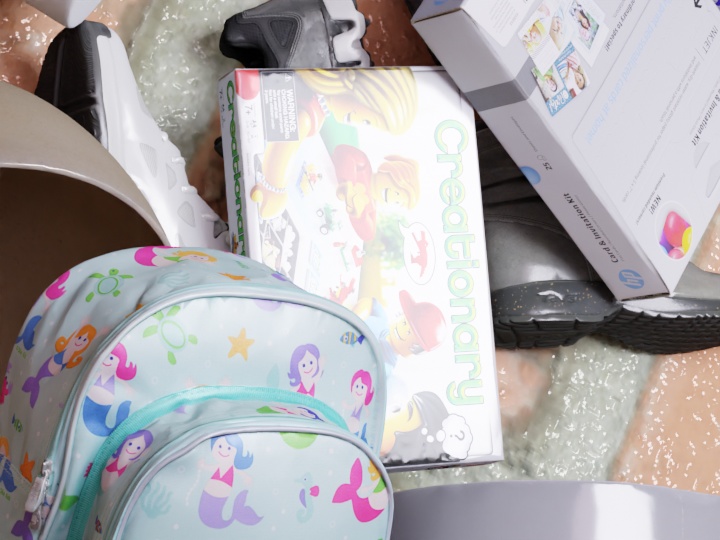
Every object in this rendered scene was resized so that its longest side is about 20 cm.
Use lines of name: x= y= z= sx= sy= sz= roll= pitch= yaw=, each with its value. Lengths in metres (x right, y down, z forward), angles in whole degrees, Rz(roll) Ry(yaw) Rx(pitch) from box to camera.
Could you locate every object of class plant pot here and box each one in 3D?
plant pot: x=-0.194 y=-0.014 z=1.170 sx=0.199 sy=0.201 sz=0.135 roll=1 pitch=41 yaw=-24

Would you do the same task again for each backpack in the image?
backpack: x=-0.073 y=0.094 z=1.106 sx=0.177 sy=0.150 sz=0.201 roll=7 pitch=97 yaw=-32

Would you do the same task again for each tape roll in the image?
tape roll: x=0.092 y=0.151 z=1.236 sx=0.199 sy=0.200 sz=0.067 roll=7 pitch=73 yaw=-23

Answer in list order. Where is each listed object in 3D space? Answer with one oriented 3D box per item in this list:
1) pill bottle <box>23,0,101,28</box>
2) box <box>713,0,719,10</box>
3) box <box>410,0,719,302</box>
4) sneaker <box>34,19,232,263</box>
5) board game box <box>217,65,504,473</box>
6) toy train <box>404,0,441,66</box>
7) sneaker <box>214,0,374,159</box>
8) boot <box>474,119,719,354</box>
pill bottle: x=-0.196 y=-0.210 z=1.218 sx=0.199 sy=0.114 sz=0.114 roll=33 pitch=65 yaw=1
box: x=0.198 y=-0.237 z=1.439 sx=0.099 sy=0.095 sz=0.201 roll=18 pitch=70 yaw=-21
box: x=0.126 y=-0.109 z=1.314 sx=0.200 sy=0.041 sz=0.156 roll=50 pitch=53 yaw=-25
sneaker: x=-0.097 y=-0.027 z=1.275 sx=0.115 sy=0.075 sz=0.202 roll=-7 pitch=88 yaw=-35
board game box: x=0.000 y=0.000 z=1.254 sx=0.125 sy=0.035 sz=0.201 roll=-3 pitch=84 yaw=-21
toy train: x=0.059 y=-0.206 z=1.379 sx=0.113 sy=0.085 sz=0.201 roll=-24 pitch=88 yaw=-18
sneaker: x=-0.029 y=-0.049 z=1.309 sx=0.090 sy=0.066 sz=0.201 roll=-9 pitch=84 yaw=-17
boot: x=0.145 y=-0.027 z=1.384 sx=0.199 sy=0.068 sz=0.132 roll=3 pitch=70 yaw=-26
